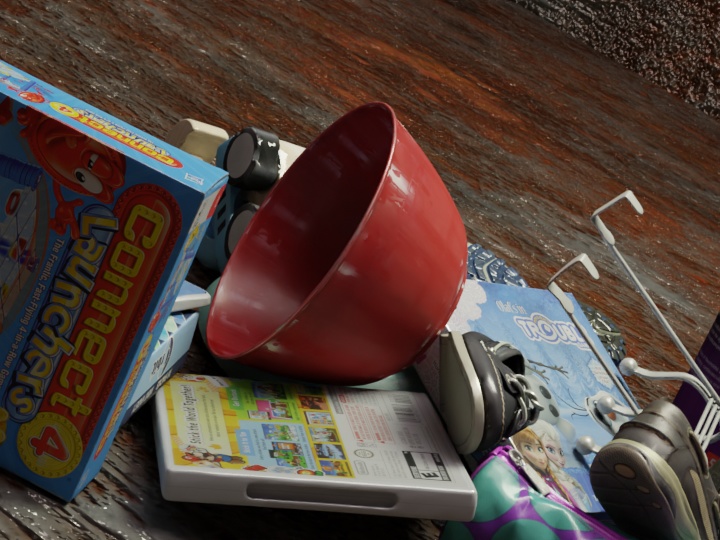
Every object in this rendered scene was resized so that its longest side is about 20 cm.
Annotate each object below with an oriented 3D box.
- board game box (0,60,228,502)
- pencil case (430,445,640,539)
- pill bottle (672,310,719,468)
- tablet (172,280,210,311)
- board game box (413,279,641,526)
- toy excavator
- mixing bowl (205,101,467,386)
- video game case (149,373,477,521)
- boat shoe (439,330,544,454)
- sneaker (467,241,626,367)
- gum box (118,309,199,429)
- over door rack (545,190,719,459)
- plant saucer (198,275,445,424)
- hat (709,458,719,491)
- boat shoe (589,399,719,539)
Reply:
[{"bbox_3d":[-0.203,-0.005,1.346,0.195,0.201,0.056,26,16,5],"label":"board game box"},{"bbox_3d":[0.141,0.185,1.464,0.200,0.093,0.085,29,23,16],"label":"pencil case"},{"bbox_3d":[0.313,0.086,1.874,0.112,0.201,0.113,23,15,-7],"label":"pill bottle"},{"bbox_3d":[-0.205,-0.015,1.535,0.199,0.014,0.130,26,14,26],"label":"tablet"},{"bbox_3d":[0.129,0.098,1.699,0.200,0.043,0.199,7,46,-52],"label":"board game box"},{"bbox_3d":[-0.097,-0.052,1.895,0.100,0.200,0.195,16,62,-34],"label":"toy excavator"},{"bbox_3d":[0.000,0.000,1.592,0.108,0.200,0.200,34,11,-20],"label":"mixing bowl"},{"bbox_3d":[-0.034,0.105,1.466,0.181,0.023,0.200,5,14,-8],"label":"video game case"},{"bbox_3d":[0.084,0.072,1.517,0.062,0.073,0.200,0,5,-2],"label":"boat shoe"},{"bbox_3d":[0.105,0.047,1.904,0.199,0.085,0.077,30,29,-4],"label":"sneaker"},{"bbox_3d":[-0.215,0.028,1.476,0.199,0.045,0.170,21,14,6],"label":"gum box"},{"bbox_3d":[0.185,0.063,1.686,0.201,0.066,0.148,65,25,-13],"label":"over door rack"},{"bbox_3d":[-0.015,0.042,1.707,0.199,0.036,0.200,15,32,-10],"label":"plant saucer"},{"bbox_3d":[0.305,0.170,1.634,0.081,0.200,0.201,60,9,-13],"label":"hat"},{"bbox_3d":[0.204,0.158,1.523,0.074,0.073,0.200,21,-30,32],"label":"boat shoe"}]
